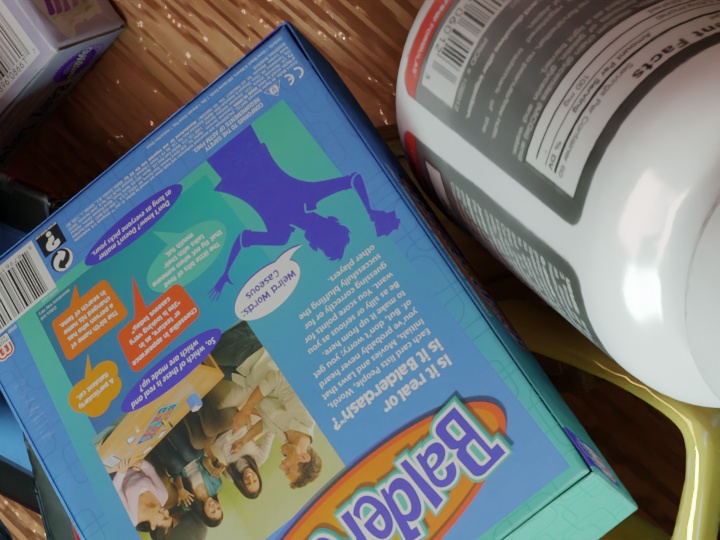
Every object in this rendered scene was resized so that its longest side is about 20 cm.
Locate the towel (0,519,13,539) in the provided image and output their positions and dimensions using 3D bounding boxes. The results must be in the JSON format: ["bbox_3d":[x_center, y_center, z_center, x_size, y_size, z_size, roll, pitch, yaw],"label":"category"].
[{"bbox_3d":[-0.177,0.066,0.965,0.153,0.023,0.200,58,173,-33],"label":"towel"}]

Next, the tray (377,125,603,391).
[{"bbox_3d":[0.000,0.000,0.947,0.199,0.037,0.099,-7,103,39],"label":"tray"}]

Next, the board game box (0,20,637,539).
[{"bbox_3d":[-0.027,0.041,0.807,0.152,0.045,0.201,-38,59,8],"label":"board game box"}]

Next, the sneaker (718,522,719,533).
[{"bbox_3d":[0.189,0.059,0.803,0.082,0.074,0.200,46,130,-11],"label":"sneaker"}]

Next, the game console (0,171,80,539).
[{"bbox_3d":[-0.141,0.069,0.998,0.118,0.173,0.201,-1,130,9],"label":"game console"}]

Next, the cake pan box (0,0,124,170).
[{"bbox_3d":[-0.210,-0.116,1.057,0.185,0.052,0.200,52,129,7],"label":"cake pan box"}]

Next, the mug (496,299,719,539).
[{"bbox_3d":[0.058,0.126,0.840,0.152,0.150,0.187,24,150,24],"label":"mug"}]

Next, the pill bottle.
[{"bbox_3d":[0.099,-0.028,0.761,0.200,0.115,0.117,-136,45,-56],"label":"pill bottle"}]
